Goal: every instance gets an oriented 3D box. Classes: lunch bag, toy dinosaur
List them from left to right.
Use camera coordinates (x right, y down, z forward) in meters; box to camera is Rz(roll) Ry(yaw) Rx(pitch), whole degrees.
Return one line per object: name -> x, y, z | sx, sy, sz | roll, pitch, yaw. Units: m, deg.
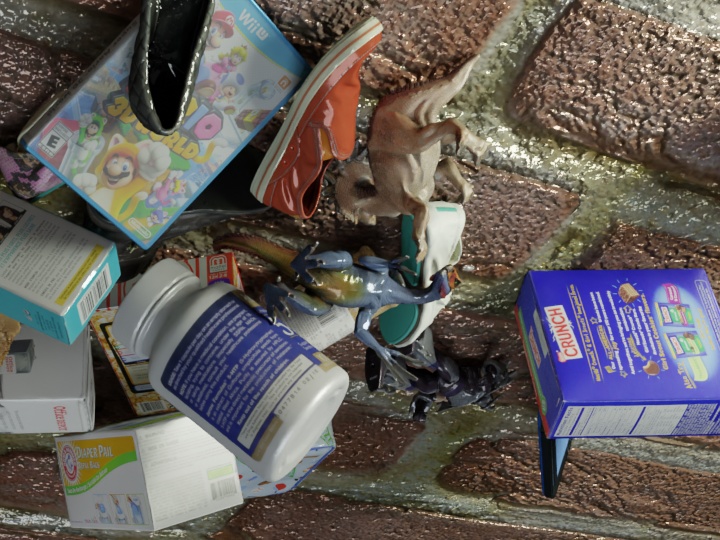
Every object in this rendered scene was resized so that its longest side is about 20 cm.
lunch bag -> -0.116, 0.203, 1.436 | 0.158, 0.077, 0.200 | -3, 157, -24
toy dinosaur -> 0.000, 0.000, 1.159 | 0.180, 0.200, 0.106 | -5, 133, -52
toy dinosaur -> 0.030, -0.102, 1.097 | 0.086, 0.135, 0.202 | -31, 145, -53

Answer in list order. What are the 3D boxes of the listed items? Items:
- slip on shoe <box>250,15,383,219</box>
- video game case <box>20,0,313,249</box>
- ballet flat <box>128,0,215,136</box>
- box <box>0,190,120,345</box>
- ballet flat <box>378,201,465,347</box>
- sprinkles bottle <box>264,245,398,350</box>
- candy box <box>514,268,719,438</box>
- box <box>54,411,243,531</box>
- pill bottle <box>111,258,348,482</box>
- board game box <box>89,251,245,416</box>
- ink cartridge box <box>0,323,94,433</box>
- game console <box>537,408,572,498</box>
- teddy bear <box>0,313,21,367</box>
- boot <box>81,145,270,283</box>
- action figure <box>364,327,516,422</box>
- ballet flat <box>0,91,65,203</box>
slip on shoe -> -0.026, -0.122, 1.039 | 0.061, 0.074, 0.201 | 34, 127, 3
video game case -> -0.145, -0.128, 0.988 | 0.200, 0.018, 0.143 | -46, 132, -1
ballet flat -> -0.126, -0.194, 0.910 | 0.066, 0.057, 0.203 | -2, 115, -28
box -> -0.306, -0.019, 1.057 | 0.198, 0.083, 0.049 | 24, 148, 12
ballet flat -> 0.066, 0.006, 1.257 | 0.068, 0.070, 0.201 | 0, 141, -10
sprinkles bottle -> -0.061, 0.054, 1.236 | 0.198, 0.069, 0.068 | -31, 141, -2
candy box -> 0.272, 0.083, 1.299 | 0.197, 0.171, 0.078 | 1, 139, -10
box -> -0.228, 0.209, 1.343 | 0.111, 0.103, 0.199 | -10, 178, -37
pill bottle -> -0.120, 0.083, 1.139 | 0.199, 0.120, 0.120 | 36, 141, 12
board game box -> -0.182, 0.070, 1.301 | 0.149, 0.047, 0.201 | -9, 143, 1
ink cartridge box -> -0.364, 0.108, 1.258 | 0.197, 0.086, 0.146 | 2, 161, -10
game console -> 0.279, 0.156, 1.447 | 0.117, 0.172, 0.201 | 12, 147, 19
teddy bear -> -0.405, 0.023, 1.145 | 0.198, 0.147, 0.067 | 17, 172, -24
boot -> -0.183, -0.042, 1.145 | 0.198, 0.070, 0.174 | -10, 161, -27
action figure -> 0.089, 0.121, 1.401 | 0.130, 0.070, 0.199 | -36, 138, 25
ballet flat -> -0.216, -0.120, 1.041 | 0.198, 0.070, 0.072 | -21, 122, 17
